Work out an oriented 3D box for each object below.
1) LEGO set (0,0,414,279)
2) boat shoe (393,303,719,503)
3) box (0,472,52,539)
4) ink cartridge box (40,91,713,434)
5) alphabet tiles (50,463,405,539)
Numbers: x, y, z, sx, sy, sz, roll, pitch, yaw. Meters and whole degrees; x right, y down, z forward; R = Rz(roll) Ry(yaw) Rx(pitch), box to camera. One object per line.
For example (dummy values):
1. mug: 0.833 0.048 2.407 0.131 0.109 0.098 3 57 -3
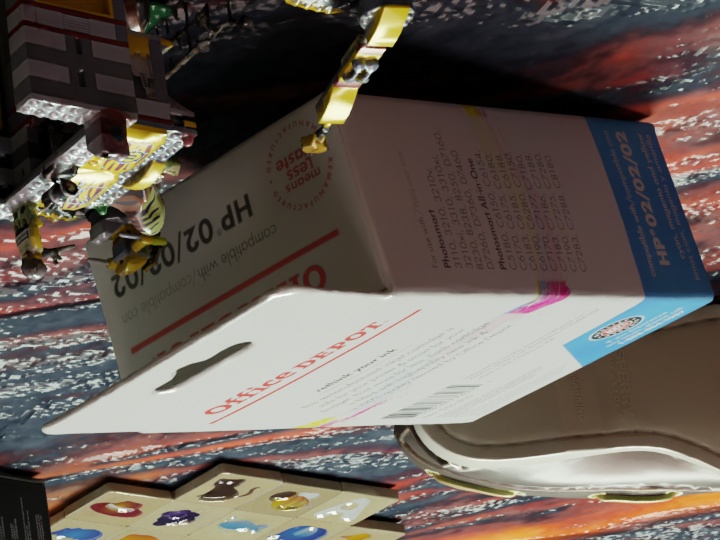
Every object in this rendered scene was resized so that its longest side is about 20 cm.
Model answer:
1. LEGO set: -0.074 -0.037 0.708 0.154 0.116 0.200 15 147 -43
2. boat shoe: 0.112 0.055 1.047 0.200 0.072 0.060 0 161 -11
3. box: -0.180 0.200 1.100 0.044 0.200 0.160 14 148 -44
4. ink cartridge box: 0.000 0.000 0.843 0.115 0.068 0.200 -30 160 38
5. alphabet tiles: -0.084 0.128 1.215 0.166 0.006 0.200 13 148 -40
